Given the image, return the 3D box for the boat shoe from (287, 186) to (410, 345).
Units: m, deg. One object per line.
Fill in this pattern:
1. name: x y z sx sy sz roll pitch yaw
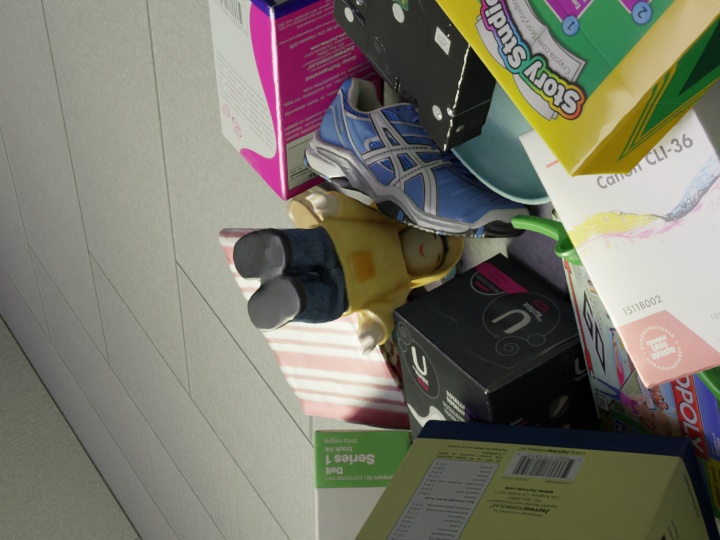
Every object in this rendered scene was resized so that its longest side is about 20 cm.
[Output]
1. boat shoe: -0.016 0.008 1.292 0.200 0.066 0.074 54 156 22

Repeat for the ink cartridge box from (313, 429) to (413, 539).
1. ink cartridge box: 0.008 0.235 1.186 0.146 0.084 0.201 66 -157 -81

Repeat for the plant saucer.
1. plant saucer: 0.090 -0.141 0.921 0.200 0.036 0.200 48 154 33

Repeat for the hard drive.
1. hard drive: 0.041 -0.186 0.882 0.140 0.038 0.200 52 157 25

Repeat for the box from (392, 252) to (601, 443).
1. box: 0.109 0.110 1.072 0.122 0.106 0.200 40 150 44

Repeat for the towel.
1. towel: -0.029 0.046 1.180 0.146 0.030 0.200 3 126 45

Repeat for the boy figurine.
1. boy figurine: 0.000 0.000 1.055 0.064 0.200 0.125 -22 81 44

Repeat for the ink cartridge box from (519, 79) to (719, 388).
1. ink cartridge box: 0.166 -0.050 0.769 0.116 0.067 0.200 -28 89 49

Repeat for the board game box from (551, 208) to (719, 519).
1. board game box: 0.194 0.058 0.925 0.135 0.029 0.200 27 139 57

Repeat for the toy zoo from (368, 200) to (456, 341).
1. toy zoo: 0.017 0.026 1.206 0.131 0.020 0.200 56 133 11

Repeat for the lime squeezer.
1. lime squeezer: 0.154 -0.002 0.877 0.200 0.038 0.071 44 -178 39

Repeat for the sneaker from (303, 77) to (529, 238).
1. sneaker: 0.041 -0.080 1.048 0.200 0.076 0.077 28 107 32

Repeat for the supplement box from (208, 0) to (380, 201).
1. supplement box: -0.051 -0.169 1.120 0.101 0.103 0.200 48 153 32

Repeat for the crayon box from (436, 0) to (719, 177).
1. crayon box: 0.113 -0.176 0.694 0.173 0.058 0.200 -50 63 36

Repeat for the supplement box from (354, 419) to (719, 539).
1. supplement box: 0.104 0.215 0.910 0.200 0.200 0.134 0 127 34
